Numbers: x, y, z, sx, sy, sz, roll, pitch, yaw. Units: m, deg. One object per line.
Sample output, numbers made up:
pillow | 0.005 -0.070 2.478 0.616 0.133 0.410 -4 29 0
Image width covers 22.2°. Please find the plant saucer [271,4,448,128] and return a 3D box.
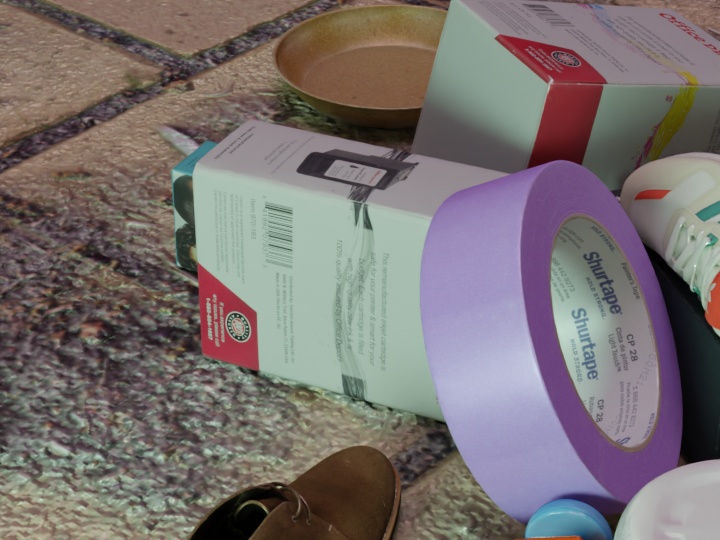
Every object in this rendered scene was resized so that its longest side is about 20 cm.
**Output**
plant saucer | 0.026 -0.167 1.542 0.200 0.035 0.200 -1 32 0

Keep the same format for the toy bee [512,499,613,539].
toy bee | 0.118 0.181 0.952 0.200 0.109 0.131 -7 24 43

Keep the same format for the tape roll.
tape roll | 0.112 0.042 1.043 0.066 0.200 0.200 -17 23 30

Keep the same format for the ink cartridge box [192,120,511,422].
ink cartridge box | 0.000 0.000 1.177 0.200 0.145 0.083 14 32 21

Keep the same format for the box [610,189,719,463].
box | 0.267 0.027 1.174 0.182 0.104 0.200 -8 33 -14

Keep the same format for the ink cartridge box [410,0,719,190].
ink cartridge box | 0.163 -0.099 1.300 0.200 0.145 0.145 -2 31 -28

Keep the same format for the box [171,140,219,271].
box | -0.034 -0.023 1.273 0.200 0.082 0.049 15 35 23

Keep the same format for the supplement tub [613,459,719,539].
supplement tub | 0.167 0.195 0.819 0.122 0.200 0.123 0 32 0

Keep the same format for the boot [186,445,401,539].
boot | -0.037 0.144 1.018 0.074 0.076 0.200 16 35 27

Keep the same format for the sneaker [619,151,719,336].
sneaker | 0.216 -0.008 1.066 0.093 0.070 0.200 -22 41 -39
